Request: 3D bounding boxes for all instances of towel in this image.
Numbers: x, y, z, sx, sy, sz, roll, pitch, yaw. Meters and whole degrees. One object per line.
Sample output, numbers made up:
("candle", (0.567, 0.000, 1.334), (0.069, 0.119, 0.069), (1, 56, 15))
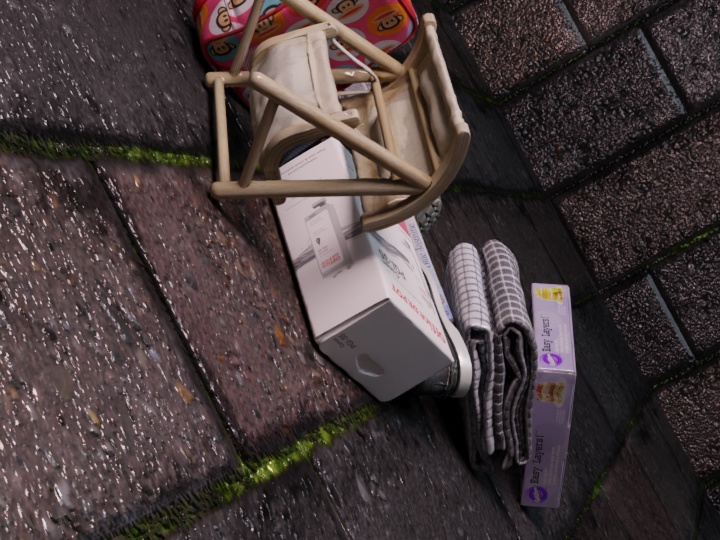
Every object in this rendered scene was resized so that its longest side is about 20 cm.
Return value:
("towel", (0.142, 0.091, 1.543), (0.166, 0.085, 0.202), (-97, 180, -57))

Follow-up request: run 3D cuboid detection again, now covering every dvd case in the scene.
("dvd case", (0.066, 0.017, 1.585), (0.143, 0.017, 0.201), (84, -11, -55))

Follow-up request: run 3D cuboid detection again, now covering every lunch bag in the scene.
("lunch bag", (-0.046, -0.236, 1.421), (0.176, 0.199, 0.082), (46, 21, -53))

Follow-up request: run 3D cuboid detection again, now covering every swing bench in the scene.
("swing bench", (-0.024, -0.146, 1.280), (0.198, 0.130, 0.200), (13, 35, -17))

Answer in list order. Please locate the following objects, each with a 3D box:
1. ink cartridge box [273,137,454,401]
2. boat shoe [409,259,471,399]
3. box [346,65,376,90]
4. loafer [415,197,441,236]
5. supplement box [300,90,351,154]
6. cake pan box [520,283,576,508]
("ink cartridge box", (0.000, 0.000, 1.360), (0.146, 0.082, 0.201), (44, 22, -50))
("boat shoe", (0.048, 0.050, 1.468), (0.060, 0.076, 0.200), (0, 34, -25))
("box", (0.018, -0.197, 1.877), (0.201, 0.048, 0.158), (63, 15, 9))
("loafer", (0.049, -0.085, 1.728), (0.070, 0.070, 0.200), (36, -6, 17))
("supplement box", (-0.065, -0.212, 1.591), (0.201, 0.061, 0.109), (67, 15, 18))
("cake pan box", (0.214, 0.145, 1.684), (0.185, 0.052, 0.202), (-78, 171, -57))
